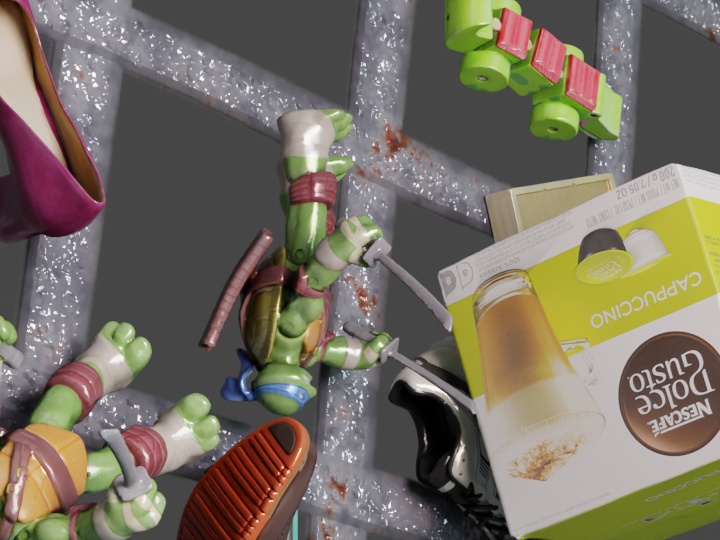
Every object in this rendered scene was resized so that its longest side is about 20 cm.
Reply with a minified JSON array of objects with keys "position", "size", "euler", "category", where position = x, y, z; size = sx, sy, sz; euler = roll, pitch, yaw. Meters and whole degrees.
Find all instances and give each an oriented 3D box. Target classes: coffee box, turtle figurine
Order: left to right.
[{"position":[-0.159,0.083,1.380],"size":[0.194,0.144,0.200],"euler":[-32,131,-58],"category":"turtle figurine"},{"position":[0.000,0.000,1.571],"size":[0.144,0.200,0.194],"euler":[33,48,-52],"category":"turtle figurine"},{"position":[0.208,0.065,1.644],"size":[0.200,0.200,0.198],"euler":[11,59,-54],"category":"coffee box"}]

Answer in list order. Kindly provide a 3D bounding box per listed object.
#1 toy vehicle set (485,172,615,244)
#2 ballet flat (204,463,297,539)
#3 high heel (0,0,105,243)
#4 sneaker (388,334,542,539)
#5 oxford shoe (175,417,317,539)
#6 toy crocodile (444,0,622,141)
[{"position":[0.165,0.031,1.815],"size":[0.124,0.026,0.200],"euler":[-9,86,-45],"category":"toy vehicle set"},{"position":[-0.066,0.211,1.524],"size":[0.073,0.073,0.200],"euler":[-9,92,-45],"category":"ballet flat"},{"position":[-0.200,-0.118,1.451],"size":[0.067,0.096,0.200],"euler":[2,78,-44],"category":"high heel"},{"position":[0.081,0.148,1.680],"size":[0.088,0.076,0.200],"euler":[-24,87,-39],"category":"sneaker"},{"position":[-0.073,0.178,1.460],"size":[0.072,0.071,0.200],"euler":[21,109,-33],"category":"oxford shoe"},{"position":[0.132,-0.154,1.808],"size":[0.200,0.062,0.068],"euler":[31,59,-36],"category":"toy crocodile"}]
